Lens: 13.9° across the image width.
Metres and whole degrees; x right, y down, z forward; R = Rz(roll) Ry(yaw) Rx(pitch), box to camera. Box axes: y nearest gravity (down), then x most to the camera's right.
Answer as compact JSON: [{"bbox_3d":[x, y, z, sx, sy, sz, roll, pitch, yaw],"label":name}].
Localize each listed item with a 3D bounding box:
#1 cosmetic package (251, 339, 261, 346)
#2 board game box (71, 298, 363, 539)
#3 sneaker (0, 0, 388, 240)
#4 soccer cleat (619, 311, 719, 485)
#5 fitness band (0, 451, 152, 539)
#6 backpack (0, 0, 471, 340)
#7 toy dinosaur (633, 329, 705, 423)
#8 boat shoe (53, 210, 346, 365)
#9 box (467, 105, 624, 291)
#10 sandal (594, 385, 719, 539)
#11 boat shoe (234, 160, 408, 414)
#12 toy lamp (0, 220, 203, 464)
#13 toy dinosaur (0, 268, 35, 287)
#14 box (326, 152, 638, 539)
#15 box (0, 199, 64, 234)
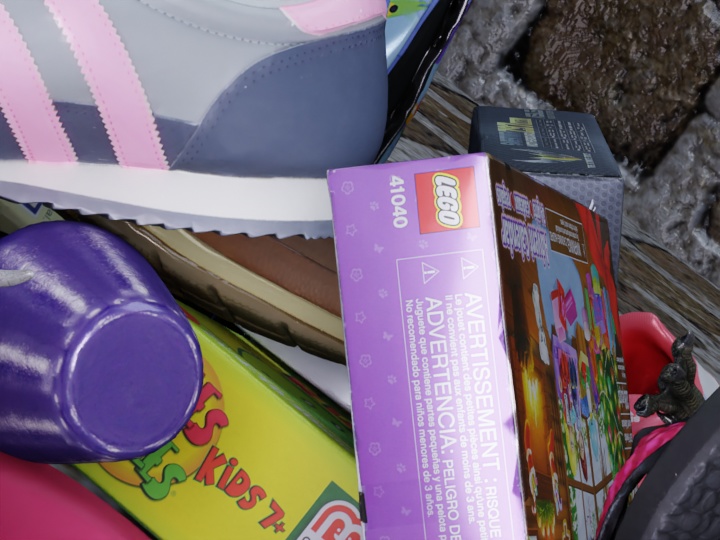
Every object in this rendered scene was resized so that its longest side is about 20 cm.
[{"bbox_3d":[-0.007,0.018,1.075,0.051,0.083,0.200,35,9,-4],"label":"cosmetic package"},{"bbox_3d":[-0.012,0.066,0.819,0.101,0.048,0.200,38,1,17],"label":"board game box"},{"bbox_3d":[-0.087,-0.058,0.670,0.199,0.082,0.070,7,6,-25],"label":"sneaker"},{"bbox_3d":[0.102,0.086,1.035,0.077,0.066,0.200,61,19,-19],"label":"soccer cleat"},{"bbox_3d":[-0.059,0.091,0.633,0.143,0.038,0.200,33,7,0],"label":"fitness band"},{"bbox_3d":[-0.050,-0.069,0.976,0.134,0.200,0.183,35,9,-8],"label":"backpack"},{"bbox_3d":[0.117,0.067,0.839,0.088,0.048,0.200,40,0,-16],"label":"toy dinosaur"},{"bbox_3d":[-0.049,-0.034,0.765,0.200,0.068,0.072,31,-6,-21],"label":"boat shoe"},{"bbox_3d":[0.056,0.031,1.006,0.051,0.158,0.200,4,9,1],"label":"box"},{"bbox_3d":[0.082,0.067,0.678,0.045,0.075,0.200,59,-13,30],"label":"sandal"},{"bbox_3d":[0.000,0.000,0.859,0.200,0.068,0.072,38,0,10],"label":"boat shoe"},{"bbox_3d":[-0.095,0.007,0.719,0.058,0.058,0.200,32,-5,-28],"label":"toy lamp"},{"bbox_3d":[-0.170,-0.016,0.528,0.200,0.102,0.077,33,8,-27],"label":"toy dinosaur"},{"bbox_3d":[0.037,0.049,0.716,0.039,0.138,0.200,-6,-4,12],"label":"box"},{"bbox_3d":[-0.172,-0.114,0.831,0.176,0.097,0.200,19,-18,49],"label":"box"}]
